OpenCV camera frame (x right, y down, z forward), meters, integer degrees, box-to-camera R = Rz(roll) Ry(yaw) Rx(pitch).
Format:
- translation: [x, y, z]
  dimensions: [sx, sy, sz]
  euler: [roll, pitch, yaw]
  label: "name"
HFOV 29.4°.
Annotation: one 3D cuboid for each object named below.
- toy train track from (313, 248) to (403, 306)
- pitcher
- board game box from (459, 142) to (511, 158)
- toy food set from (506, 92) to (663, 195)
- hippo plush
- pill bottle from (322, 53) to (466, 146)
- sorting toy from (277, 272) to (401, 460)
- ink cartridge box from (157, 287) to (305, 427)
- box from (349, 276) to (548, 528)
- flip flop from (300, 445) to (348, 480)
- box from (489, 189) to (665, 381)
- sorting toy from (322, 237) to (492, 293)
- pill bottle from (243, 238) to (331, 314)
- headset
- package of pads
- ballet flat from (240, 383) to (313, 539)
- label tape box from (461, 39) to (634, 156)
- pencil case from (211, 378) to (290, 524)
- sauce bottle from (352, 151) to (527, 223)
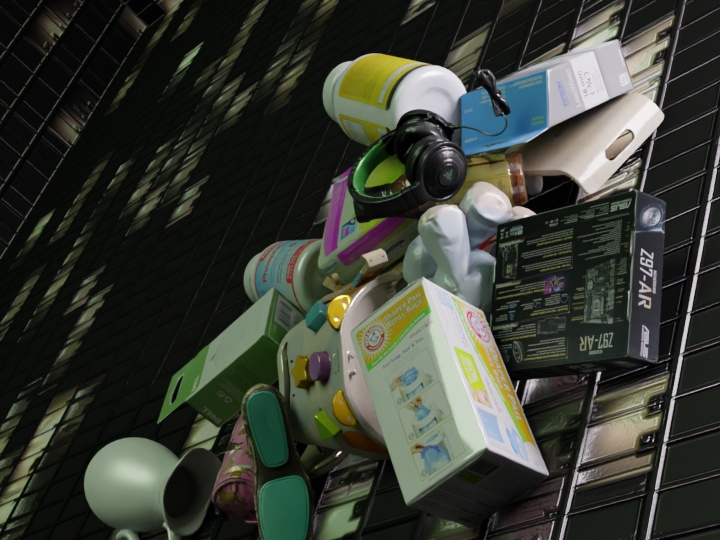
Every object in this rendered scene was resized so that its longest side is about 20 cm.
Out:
- translation: [0.000, 0.000, 1.554]
  dimensions: [0.113, 0.033, 0.200]
  euler: [-20, -8, -12]
  label: "toy train track"
- translation: [-0.281, 0.307, 1.786]
  dimensions: [0.198, 0.121, 0.174]
  euler: [-1, 66, 46]
  label: "pitcher"
- translation: [0.173, -0.178, 1.827]
  dimensions: [0.135, 0.028, 0.200]
  euler: [-46, 22, 5]
  label: "board game box"
- translation: [0.248, -0.138, 1.612]
  dimensions: [0.143, 0.061, 0.199]
  euler: [-44, 22, -20]
  label: "toy food set"
- translation: [0.125, 0.016, 1.521]
  dimensions: [0.161, 0.157, 0.203]
  euler: [145, 117, -70]
  label: "hippo plush"
- translation: [0.036, -0.202, 1.663]
  dimensions: [0.112, 0.112, 0.199]
  euler: [-51, 33, -9]
  label: "pill bottle"
- translation: [-0.036, 0.116, 1.528]
  dimensions: [0.179, 0.106, 0.203]
  euler: [-20, 70, 52]
  label: "sorting toy"
- translation: [-0.158, 0.122, 1.691]
  dimensions: [0.199, 0.059, 0.104]
  euler: [-40, 22, 24]
  label: "ink cartridge box"
- translation: [0.082, 0.126, 1.318]
  dimensions: [0.101, 0.112, 0.202]
  euler: [-37, 51, 23]
  label: "box"
- translation: [-0.034, 0.163, 1.622]
  dimensions: [0.081, 0.057, 0.202]
  euler: [-20, 36, 48]
  label: "flip flop"
- translation: [0.209, 0.019, 1.352]
  dimensions: [0.199, 0.043, 0.163]
  euler: [-14, 66, 52]
  label: "box"
- translation: [0.068, -0.022, 1.718]
  dimensions: [0.201, 0.069, 0.198]
  euler: [-51, 23, -6]
  label: "sorting toy"
- translation: [-0.083, 0.013, 1.881]
  dimensions: [0.109, 0.109, 0.199]
  euler: [-56, 24, -18]
  label: "pill bottle"
- translation: [0.071, -0.139, 1.497]
  dimensions: [0.198, 0.094, 0.124]
  euler: [-28, 36, 6]
  label: "headset"
- translation: [0.029, -0.085, 1.710]
  dimensions: [0.154, 0.068, 0.201]
  euler: [-36, 26, 28]
  label: "package of pads"
- translation: [-0.091, 0.228, 1.547]
  dimensions: [0.067, 0.203, 0.075]
  euler: [-12, -8, -1]
  label: "ballet flat"
- translation: [0.192, -0.194, 1.560]
  dimensions: [0.199, 0.064, 0.143]
  euler: [-27, 12, -38]
  label: "label tape box"
- translation: [-0.122, 0.213, 1.667]
  dimensions: [0.087, 0.082, 0.201]
  euler: [-53, 16, 38]
  label: "pencil case"
- translation: [0.090, -0.090, 1.561]
  dimensions: [0.197, 0.067, 0.066]
  euler: [-8, 35, 10]
  label: "sauce bottle"
